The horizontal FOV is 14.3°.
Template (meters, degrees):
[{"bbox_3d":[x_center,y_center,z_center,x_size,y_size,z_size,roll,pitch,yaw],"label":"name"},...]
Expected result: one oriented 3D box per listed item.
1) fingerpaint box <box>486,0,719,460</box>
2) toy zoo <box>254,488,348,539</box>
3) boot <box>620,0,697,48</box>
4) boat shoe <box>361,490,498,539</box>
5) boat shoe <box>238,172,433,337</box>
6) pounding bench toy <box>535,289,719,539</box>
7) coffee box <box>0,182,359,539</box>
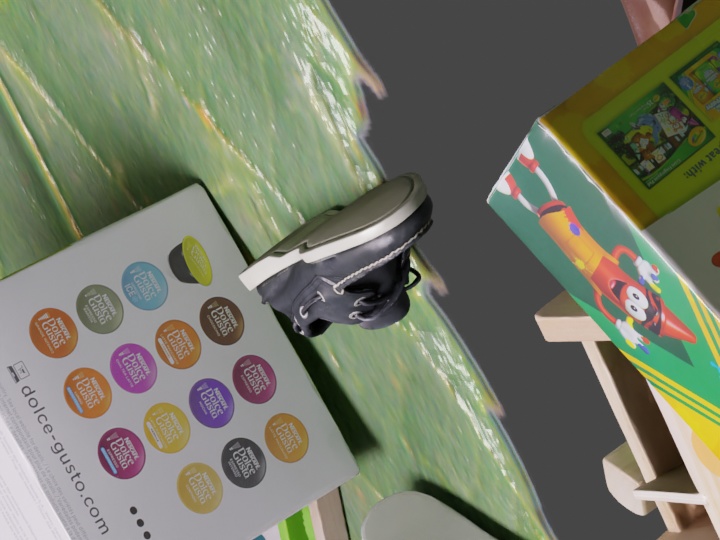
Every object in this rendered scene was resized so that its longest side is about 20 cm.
[{"bbox_3d":[0.179,-0.032,1.127,0.167,0.200,0.073,47,151,10],"label":"fingerpaint box"},{"bbox_3d":[-0.086,0.120,1.835,0.199,0.020,0.132,27,140,38],"label":"toy zoo"},{"bbox_3d":[0.082,-0.158,1.269,0.199,0.064,0.188,20,123,40],"label":"boot"},{"bbox_3d":[0.083,0.200,1.644,0.200,0.070,0.072,35,158,34],"label":"boat shoe"},{"bbox_3d":[-0.002,0.001,1.543,0.066,0.074,0.199,55,151,-6],"label":"boat shoe"},{"bbox_3d":[0.157,0.041,1.306,0.199,0.124,0.157,-4,118,56],"label":"pounding bench toy"},{"bbox_3d":[-0.161,0.098,1.711,0.200,0.197,0.201,-32,87,54],"label":"coffee box"}]
